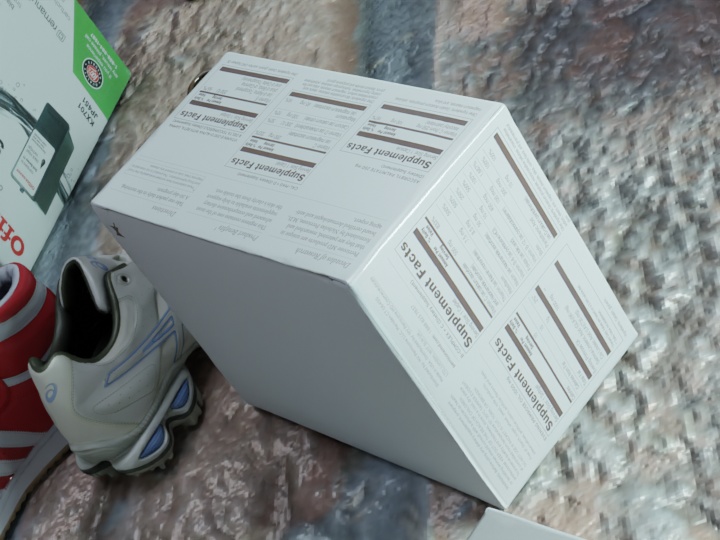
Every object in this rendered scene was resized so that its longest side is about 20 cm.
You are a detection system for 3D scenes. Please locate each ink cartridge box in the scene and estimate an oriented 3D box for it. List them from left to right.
[{"bbox_3d":[-0.249,-0.102,1.230,0.083,0.147,0.201,-7,45,32],"label":"ink cartridge box"}]

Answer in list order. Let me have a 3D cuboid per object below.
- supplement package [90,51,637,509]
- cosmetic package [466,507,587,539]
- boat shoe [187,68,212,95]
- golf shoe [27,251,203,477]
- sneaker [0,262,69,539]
[{"bbox_3d":[0.000,0.000,0.900,0.200,0.156,0.111,18,60,48],"label":"supplement package"},{"bbox_3d":[0.043,0.198,0.685,0.090,0.107,0.200,10,54,44],"label":"cosmetic package"},{"bbox_3d":[-0.035,-0.073,1.080,0.202,0.075,0.075,17,61,48],"label":"boat shoe"},{"bbox_3d":[-0.117,0.012,1.035,0.078,0.097,0.201,-14,39,30],"label":"golf shoe"},{"bbox_3d":[-0.223,0.086,1.023,0.071,0.113,0.200,11,57,46],"label":"sneaker"}]
